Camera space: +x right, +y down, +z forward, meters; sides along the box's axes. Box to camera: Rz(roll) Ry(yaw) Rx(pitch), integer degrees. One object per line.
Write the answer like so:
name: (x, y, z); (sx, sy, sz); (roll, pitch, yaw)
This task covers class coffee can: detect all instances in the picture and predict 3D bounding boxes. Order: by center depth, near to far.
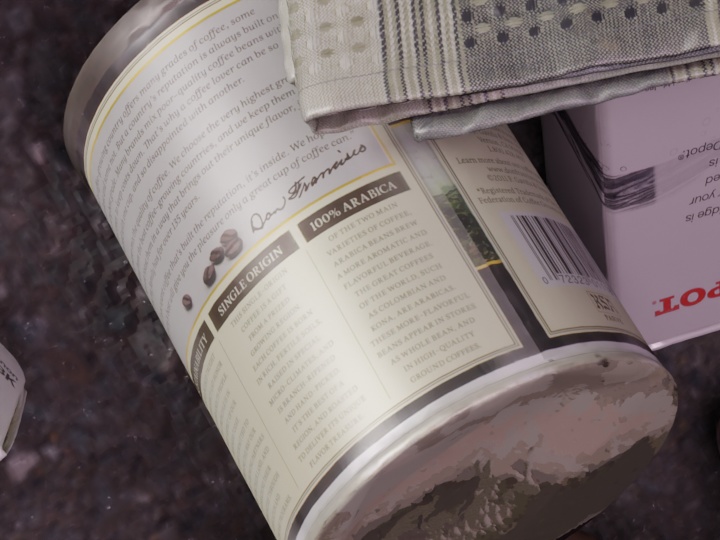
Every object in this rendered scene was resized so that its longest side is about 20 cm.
coffee can: (0.000, 0.000, 0.895); (0.146, 0.146, 0.200); (-26, 62, -7)

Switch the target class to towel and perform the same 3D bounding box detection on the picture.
towel: (0.062, -0.139, 0.850); (0.192, 0.035, 0.201); (-9, 62, 7)

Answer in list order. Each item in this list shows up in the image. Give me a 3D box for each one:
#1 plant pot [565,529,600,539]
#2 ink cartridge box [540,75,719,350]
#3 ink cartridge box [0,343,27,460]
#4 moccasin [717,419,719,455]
plant pot: (0.054, 0.166, 0.974); (0.174, 0.200, 0.200); (38, 89, 5)
ink cartridge box: (0.143, -0.083, 0.951); (0.145, 0.084, 0.200); (-16, 132, -9)
ink cartridge box: (-0.242, 0.063, 0.915); (0.200, 0.083, 0.147); (-40, 103, 8)
moccasin: (0.219, 0.131, 1.034); (0.078, 0.074, 0.202); (-18, 97, 33)
